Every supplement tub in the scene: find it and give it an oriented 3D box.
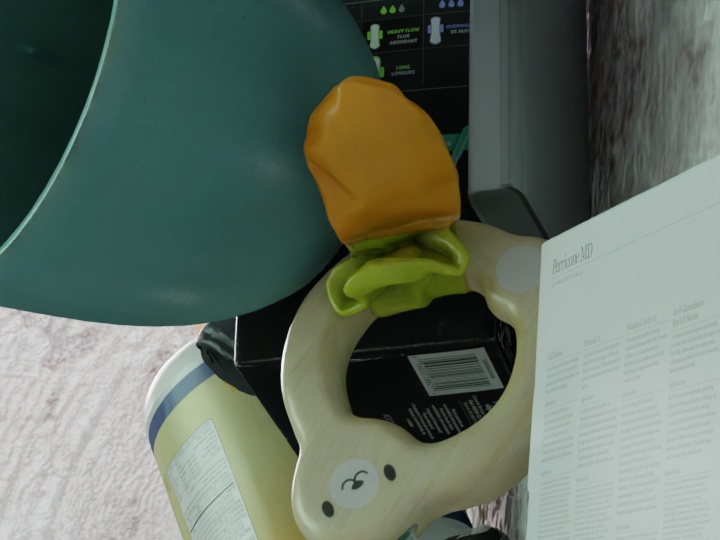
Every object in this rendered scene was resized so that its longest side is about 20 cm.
[{"bbox_3d":[-0.019,0.131,1.383,0.145,0.143,0.201,106,146,-55],"label":"supplement tub"}]

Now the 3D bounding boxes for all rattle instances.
[{"bbox_3d":[0.010,0.053,1.032,0.143,0.129,0.201,88,-156,-67],"label":"rattle"}]

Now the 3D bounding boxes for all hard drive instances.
[{"bbox_3d":[0.077,-0.097,1.199,0.132,0.026,0.201,53,-146,-59],"label":"hard drive"}]

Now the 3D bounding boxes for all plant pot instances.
[{"bbox_3d":[-0.088,-0.067,1.116,0.200,0.160,0.202,-29,52,46],"label":"plant pot"}]

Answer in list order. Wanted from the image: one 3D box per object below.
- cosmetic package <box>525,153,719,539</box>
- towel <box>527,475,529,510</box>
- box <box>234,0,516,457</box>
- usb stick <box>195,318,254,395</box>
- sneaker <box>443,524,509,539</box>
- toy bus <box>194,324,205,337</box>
[{"bbox_3d":[0.109,0.050,0.893,0.200,0.051,0.152,151,122,-73],"label":"cosmetic package"},{"bbox_3d":[0.095,0.113,1.085,0.200,0.034,0.194,112,162,-64],"label":"towel"},{"bbox_3d":[0.020,-0.023,1.252,0.149,0.123,0.201,62,-154,-60],"label":"box"},{"bbox_3d":[0.000,0.000,1.367,0.055,0.200,0.033,32,142,32],"label":"usb stick"},{"bbox_3d":[0.016,0.161,1.163,0.200,0.115,0.076,60,-153,-71],"label":"sneaker"},{"bbox_3d":[-0.045,0.020,1.488,0.200,0.078,0.066,122,135,-62],"label":"toy bus"}]
